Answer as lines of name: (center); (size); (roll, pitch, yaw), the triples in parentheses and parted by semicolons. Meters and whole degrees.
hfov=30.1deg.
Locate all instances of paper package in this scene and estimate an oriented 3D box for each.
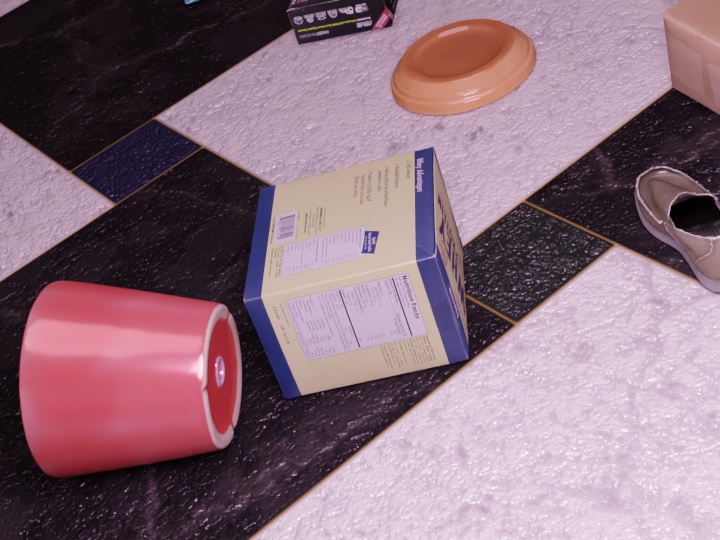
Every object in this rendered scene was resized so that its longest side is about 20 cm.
paper package: (0.471, -0.254, 1.518); (0.189, 0.105, 0.200); (-27, 35, -11)

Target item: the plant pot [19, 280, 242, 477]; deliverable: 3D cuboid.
plant pot: (-0.218, 0.105, 1.330); (0.174, 0.203, 0.202); (-2, 38, 10)

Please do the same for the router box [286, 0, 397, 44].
router box: (-0.018, -0.427, 2.019); (0.147, 0.063, 0.201); (-7, 38, 17)

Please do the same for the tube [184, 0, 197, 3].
tube: (-0.206, -0.499, 2.228); (0.198, 0.051, 0.078); (-27, 28, 1)

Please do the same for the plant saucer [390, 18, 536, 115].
plant saucer: (0.132, -0.276, 1.771); (0.197, 0.038, 0.201); (-14, 36, 10)

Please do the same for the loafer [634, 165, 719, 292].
loafer: (0.337, -0.059, 1.356); (0.074, 0.070, 0.201); (-24, 36, -5)

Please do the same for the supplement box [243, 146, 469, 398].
supplement box: (0.000, 0.000, 1.390); (0.197, 0.136, 0.201); (-12, 36, 11)
